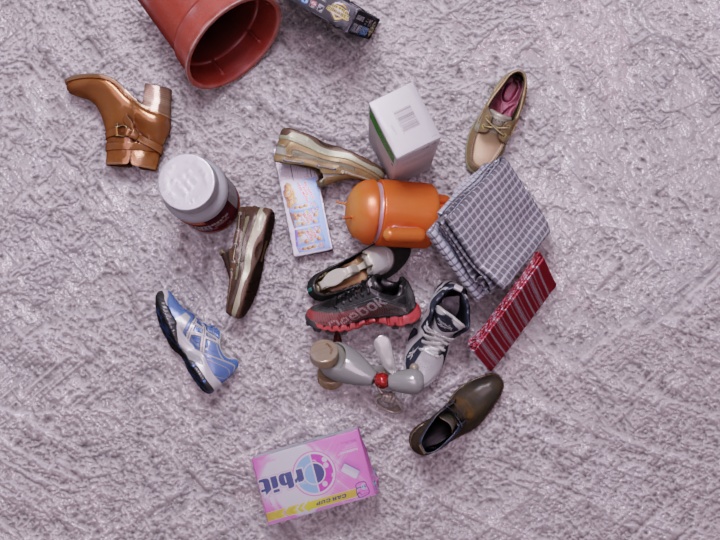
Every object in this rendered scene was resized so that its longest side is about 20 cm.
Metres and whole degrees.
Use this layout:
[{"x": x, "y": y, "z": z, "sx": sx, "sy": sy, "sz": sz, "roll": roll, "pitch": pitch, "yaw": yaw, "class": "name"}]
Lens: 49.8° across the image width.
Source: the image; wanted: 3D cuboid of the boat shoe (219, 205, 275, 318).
[{"x": -0.211, "y": -0.017, "z": 1.365, "sx": 0.075, "sy": 0.075, "sz": 0.203, "roll": 13, "pitch": 76, "yaw": 8, "class": "boat shoe"}]

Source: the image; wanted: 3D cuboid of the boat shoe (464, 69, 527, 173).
[{"x": 0.241, "y": -0.267, "z": 1.381, "sx": 0.074, "sy": 0.066, "sz": 0.200, "roll": 20, "pitch": 85, "yaw": 2, "class": "boat shoe"}]

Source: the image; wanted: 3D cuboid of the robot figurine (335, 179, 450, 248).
[{"x": 0.060, "y": -0.098, "z": 1.335, "sx": 0.200, "sy": 0.117, "sz": 0.144, "roll": 3, "pitch": 69, "yaw": -13, "class": "robot figurine"}]

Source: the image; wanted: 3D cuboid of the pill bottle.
[{"x": -0.270, "y": -0.128, "z": 1.305, "sx": 0.109, "sy": 0.200, "sz": 0.110, "roll": 0, "pitch": 85, "yaw": 1, "class": "pill bottle"}]

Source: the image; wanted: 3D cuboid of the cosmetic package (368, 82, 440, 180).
[{"x": 0.071, "y": -0.225, "z": 1.312, "sx": 0.085, "sy": 0.200, "sz": 0.108, "roll": -26, "pitch": 83, "yaw": -4, "class": "cosmetic package"}]

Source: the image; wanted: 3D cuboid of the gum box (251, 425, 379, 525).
[{"x": -0.073, "y": 0.347, "z": 1.330, "sx": 0.200, "sy": 0.066, "sz": 0.114, "roll": -16, "pitch": 84, "yaw": -1, "class": "gum box"}]

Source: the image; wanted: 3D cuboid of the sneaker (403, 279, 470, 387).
[{"x": 0.132, "y": 0.106, "z": 1.318, "sx": 0.079, "sy": 0.130, "sz": 0.199, "roll": 29, "pitch": 86, "yaw": 4, "class": "sneaker"}]

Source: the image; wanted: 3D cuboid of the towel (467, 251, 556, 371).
[{"x": 0.261, "y": 0.073, "z": 1.322, "sx": 0.022, "sy": 0.145, "sz": 0.200, "roll": 35, "pitch": 86, "yaw": 31, "class": "towel"}]

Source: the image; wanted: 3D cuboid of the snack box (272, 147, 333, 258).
[{"x": -0.103, "y": -0.127, "z": 1.392, "sx": 0.072, "sy": 0.024, "sz": 0.200, "roll": -11, "pitch": 85, "yaw": -2, "class": "snack box"}]

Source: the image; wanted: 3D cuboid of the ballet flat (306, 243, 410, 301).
[{"x": 0.000, "y": 0.000, "z": 1.359, "sx": 0.200, "sy": 0.068, "sz": 0.068, "roll": -28, "pitch": 84, "yaw": -2, "class": "ballet flat"}]

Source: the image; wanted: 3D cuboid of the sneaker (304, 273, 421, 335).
[{"x": 0.001, "y": 0.053, "z": 1.321, "sx": 0.200, "sy": 0.071, "sz": 0.098, "roll": -6, "pitch": 119, "yaw": 5, "class": "sneaker"}]

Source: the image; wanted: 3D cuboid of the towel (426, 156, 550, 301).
[{"x": 0.220, "y": -0.073, "z": 1.303, "sx": 0.200, "sy": 0.086, "sz": 0.166, "roll": -47, "pitch": 109, "yaw": -31, "class": "towel"}]

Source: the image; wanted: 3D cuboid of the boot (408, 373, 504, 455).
[{"x": 0.171, "y": 0.250, "z": 1.322, "sx": 0.200, "sy": 0.097, "sz": 0.075, "roll": -40, "pitch": 86, "yaw": -3, "class": "boot"}]

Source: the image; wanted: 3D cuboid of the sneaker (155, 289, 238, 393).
[{"x": -0.291, "y": 0.116, "z": 1.358, "sx": 0.077, "sy": 0.076, "sz": 0.200, "roll": -32, "pitch": 86, "yaw": -25, "class": "sneaker"}]

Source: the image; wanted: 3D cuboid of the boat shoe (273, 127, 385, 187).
[{"x": -0.057, "y": -0.180, "z": 1.366, "sx": 0.200, "sy": 0.072, "sz": 0.076, "roll": 19, "pitch": 86, "yaw": -9, "class": "boat shoe"}]

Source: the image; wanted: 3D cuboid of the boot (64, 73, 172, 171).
[{"x": -0.440, "y": -0.263, "z": 1.384, "sx": 0.200, "sy": 0.074, "sz": 0.155, "roll": 10, "pitch": 89, "yaw": 4, "class": "boot"}]

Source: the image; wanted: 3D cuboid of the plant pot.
[{"x": -0.276, "y": -0.457, "z": 1.340, "sx": 0.201, "sy": 0.201, "sz": 0.195, "roll": -40, "pitch": 79, "yaw": -3, "class": "plant pot"}]

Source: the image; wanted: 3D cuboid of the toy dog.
[{"x": 0.010, "y": 0.156, "z": 1.334, "sx": 0.200, "sy": 0.132, "sz": 0.096, "roll": 21, "pitch": 54, "yaw": -5, "class": "toy dog"}]

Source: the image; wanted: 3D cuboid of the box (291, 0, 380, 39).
[{"x": -0.076, "y": -0.470, "z": 1.335, "sx": 0.198, "sy": 0.200, "sz": 0.050, "roll": 30, "pitch": 108, "yaw": 4, "class": "box"}]
